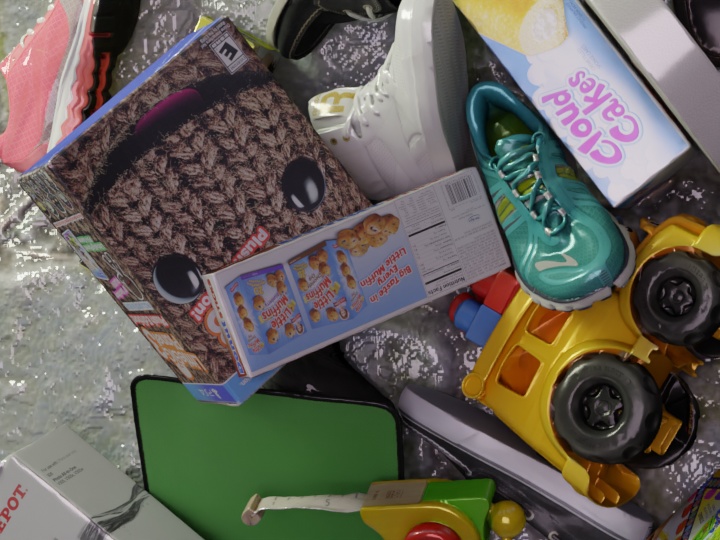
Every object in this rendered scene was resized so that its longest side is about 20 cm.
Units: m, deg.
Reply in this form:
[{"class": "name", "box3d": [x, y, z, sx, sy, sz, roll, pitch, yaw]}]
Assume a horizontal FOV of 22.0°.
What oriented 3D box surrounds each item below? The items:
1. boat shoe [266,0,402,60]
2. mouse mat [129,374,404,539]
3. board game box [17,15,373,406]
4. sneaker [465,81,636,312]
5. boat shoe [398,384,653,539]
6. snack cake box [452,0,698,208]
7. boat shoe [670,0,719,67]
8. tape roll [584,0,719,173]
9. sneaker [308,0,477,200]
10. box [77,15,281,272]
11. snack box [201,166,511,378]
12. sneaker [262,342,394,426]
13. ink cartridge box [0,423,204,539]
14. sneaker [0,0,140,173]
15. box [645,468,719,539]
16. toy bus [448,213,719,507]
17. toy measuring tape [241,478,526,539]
[{"class": "boat shoe", "box3d": [-0.002, -0.197, 1.267, 0.068, 0.072, 0.200, 52, 138, 4]}, {"class": "mouse mat", "box3d": [-0.064, 0.147, 1.326, 0.199, 0.008, 0.162, 7, 125, 13]}, {"class": "board game box", "box3d": [-0.099, -0.037, 1.235, 0.159, 0.097, 0.200, -43, 103, -17]}, {"class": "sneaker", "box3d": [0.113, -0.049, 1.204, 0.077, 0.080, 0.200, -32, 43, 5]}, {"class": "boat shoe", "box3d": [0.107, 0.149, 1.296, 0.199, 0.069, 0.057, 30, 99, 8]}, {"class": "snack cake box", "box3d": [0.140, -0.139, 1.251, 0.067, 0.115, 0.200, -39, 83, 9]}, {"class": "boat shoe", "box3d": [0.240, -0.238, 1.244, 0.074, 0.073, 0.202, 0, 92, 14]}, {"class": "tape roll", "box3d": [0.192, -0.142, 1.195, 0.037, 0.203, 0.203, -39, 84, 10]}, {"class": "sneaker", "box3d": [0.014, -0.112, 1.258, 0.115, 0.201, 0.074, 10, 51, 16]}, {"class": "box", "box3d": [-0.130, -0.082, 1.340, 0.050, 0.075, 0.201, 30, 100, 11]}, {"class": "snack box", "box3d": [0.000, 0.000, 1.207, 0.199, 0.024, 0.072, -22, 97, -21]}, {"class": "sneaker", "box3d": [-0.053, 0.042, 1.330, 0.199, 0.076, 0.091, 34, 89, 6]}, {"class": "ink cartridge box", "box3d": [-0.193, 0.232, 1.349, 0.200, 0.084, 0.146, 39, 114, 9]}, {"class": "sneaker", "box3d": [-0.223, -0.161, 1.359, 0.086, 0.074, 0.202, 16, 96, 14]}, {"class": "box", "box3d": [0.269, 0.255, 1.218, 0.200, 0.122, 0.193, 43, 102, -3]}, {"class": "toy bus", "box3d": [0.156, 0.030, 1.259, 0.192, 0.136, 0.201, 34, 98, 26]}, {"class": "toy measuring tape", "box3d": [0.018, 0.184, 1.282, 0.199, 0.074, 0.074, -5, 91, 17]}]
